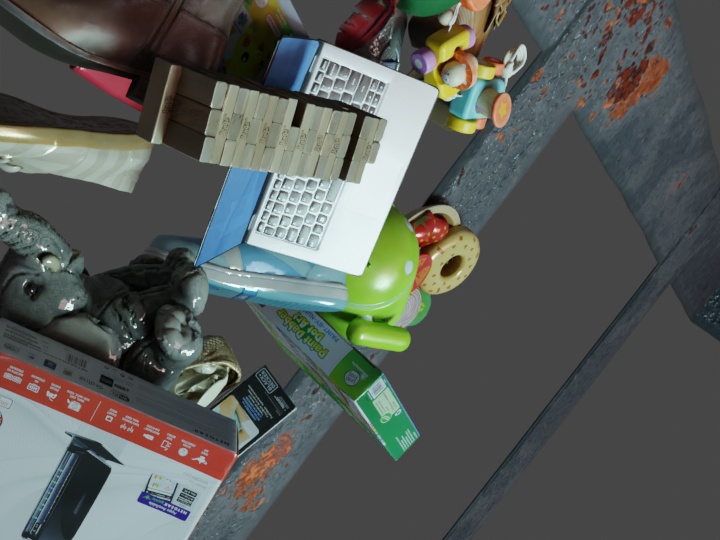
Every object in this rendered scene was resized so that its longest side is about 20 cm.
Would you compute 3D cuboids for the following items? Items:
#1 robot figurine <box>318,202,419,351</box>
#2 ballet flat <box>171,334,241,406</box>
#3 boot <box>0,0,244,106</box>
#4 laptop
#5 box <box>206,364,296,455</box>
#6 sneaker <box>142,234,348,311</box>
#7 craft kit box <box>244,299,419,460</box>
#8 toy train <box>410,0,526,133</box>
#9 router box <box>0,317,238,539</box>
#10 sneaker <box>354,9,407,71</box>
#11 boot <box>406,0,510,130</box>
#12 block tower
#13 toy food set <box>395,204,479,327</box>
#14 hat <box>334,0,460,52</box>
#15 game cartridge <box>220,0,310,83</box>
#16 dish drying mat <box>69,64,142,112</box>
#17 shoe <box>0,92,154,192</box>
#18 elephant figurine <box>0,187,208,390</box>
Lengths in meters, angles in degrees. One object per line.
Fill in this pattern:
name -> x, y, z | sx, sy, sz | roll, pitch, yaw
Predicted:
robot figurine -> 0.000, 0.000, 1.096 | 0.114, 0.178, 0.200 | -1, 157, -5
ballet flat -> -0.199, 0.123, 1.030 | 0.199, 0.065, 0.071 | -28, 144, -36
boot -> -0.146, -0.226, 0.694 | 0.185, 0.064, 0.202 | 27, 85, -33
laptop -> -0.029, -0.082, 0.858 | 0.198, 0.116, 0.189 | 16, 106, -28
box -> -0.172, 0.190, 1.103 | 0.199, 0.060, 0.117 | -37, -179, -24
sneaker -> -0.100, -0.039, 0.970 | 0.197, 0.079, 0.133 | 12, 81, -24
craft kit box -> -0.034, 0.096, 1.102 | 0.048, 0.197, 0.200 | -41, 151, -8
toy train -> 0.122, -0.210, 0.967 | 0.151, 0.055, 0.200 | -51, 148, -9
router box -> -0.219, 0.158, 0.784 | 0.198, 0.049, 0.181 | 26, 108, -17
sneaker -> 0.014, -0.156, 0.987 | 0.074, 0.082, 0.202 | -16, 131, -47
boot -> 0.113, -0.244, 1.052 | 0.155, 0.073, 0.201 | -53, 164, -18
block tower -> -0.062, -0.101, 0.732 | 0.199, 0.057, 0.055 | 1, 111, -53
toy food set -> 0.062, 0.007, 1.295 | 0.198, 0.049, 0.200 | -50, 153, -2
hat -> 0.057, -0.218, 0.871 | 0.164, 0.200, 0.178 | -20, 128, -20
game cartridge -> -0.104, -0.170, 0.825 | 0.134, 0.040, 0.200 | -51, 149, -10
dish drying mat -> -0.147, -0.154, 0.826 | 0.077, 0.018, 0.200 | -57, 150, 3
shoe -> -0.223, -0.087, 0.738 | 0.199, 0.069, 0.054 | -1, 117, -58
elephant figurine -> -0.232, 0.031, 0.823 | 0.198, 0.158, 0.141 | 7, 165, -30
